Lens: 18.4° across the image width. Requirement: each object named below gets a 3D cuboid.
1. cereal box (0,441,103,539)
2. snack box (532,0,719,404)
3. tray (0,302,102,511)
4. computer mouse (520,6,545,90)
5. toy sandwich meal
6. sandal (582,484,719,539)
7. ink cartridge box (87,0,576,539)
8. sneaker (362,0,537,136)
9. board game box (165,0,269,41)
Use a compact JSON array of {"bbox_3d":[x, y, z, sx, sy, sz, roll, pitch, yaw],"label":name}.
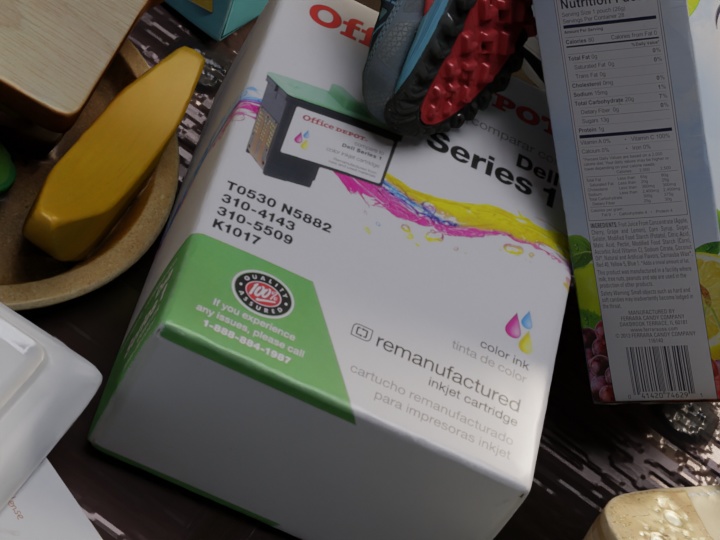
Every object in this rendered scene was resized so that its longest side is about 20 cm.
[{"bbox_3d":[-0.189,0.091,0.701,0.200,0.040,0.144,-23,67,-39],"label":"cereal box"},{"bbox_3d":[0.134,-0.067,0.877,0.169,0.068,0.200,-31,113,-59],"label":"snack box"},{"bbox_3d":[-0.170,0.059,0.695,0.107,0.022,0.200,34,45,3],"label":"tray"},{"bbox_3d":[0.076,-0.142,0.956,0.200,0.110,0.044,42,-6,-35],"label":"computer mouse"},{"bbox_3d":[-0.147,-0.076,0.837,0.205,0.070,0.205,15,49,-17],"label":"toy sandwich meal"},{"bbox_3d":[0.169,0.082,0.840,0.211,0.070,0.078,-6,44,-49],"label":"sandal"},{"bbox_3d":[0.000,0.000,0.844,0.145,0.084,0.200,25,46,-9],"label":"ink cartridge box"},{"bbox_3d":[0.027,-0.145,0.856,0.095,0.079,0.200,10,72,23],"label":"sneaker"},{"bbox_3d":[0.001,-0.205,0.962,0.047,0.151,0.200,38,45,17],"label":"board game box"}]
